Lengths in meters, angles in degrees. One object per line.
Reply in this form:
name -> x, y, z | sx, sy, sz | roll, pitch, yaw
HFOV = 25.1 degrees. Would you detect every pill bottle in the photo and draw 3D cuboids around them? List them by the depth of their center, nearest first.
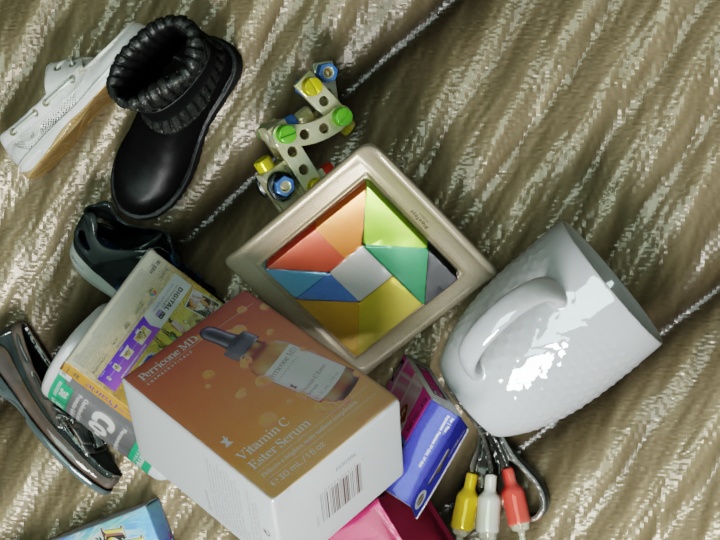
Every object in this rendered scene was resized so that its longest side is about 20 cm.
pill bottle -> -0.203, 0.133, 1.587 | 0.200, 0.113, 0.113 | 36, 99, 4

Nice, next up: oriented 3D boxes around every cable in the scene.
cable -> 0.129, 0.173, 1.559 | 0.096, 0.050, 0.201 | -5, 92, 7

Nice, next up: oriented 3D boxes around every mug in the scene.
mug -> 0.156, 0.060, 1.473 | 0.175, 0.200, 0.148 | -40, 66, 11

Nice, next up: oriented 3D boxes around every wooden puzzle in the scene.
wooden puzzle -> 0.000, 0.000, 1.529 | 0.200, 0.037, 0.185 | -37, 113, 23

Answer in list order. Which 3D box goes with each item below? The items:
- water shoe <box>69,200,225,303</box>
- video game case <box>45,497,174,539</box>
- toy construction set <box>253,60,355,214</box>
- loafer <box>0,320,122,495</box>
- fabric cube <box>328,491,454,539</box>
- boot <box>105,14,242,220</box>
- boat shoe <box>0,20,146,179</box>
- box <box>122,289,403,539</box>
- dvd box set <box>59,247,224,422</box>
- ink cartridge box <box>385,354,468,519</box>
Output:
water shoe -> -0.200, 0.006, 1.592 | 0.199, 0.072, 0.079 | 29, 130, 9
video game case -> -0.256, 0.358, 1.648 | 0.180, 0.045, 0.201 | -22, 88, 10
toy construction set -> -0.026, -0.091, 1.563 | 0.131, 0.092, 0.200 | -37, 93, -14
loafer -> -0.307, 0.137, 1.635 | 0.063, 0.072, 0.200 | -45, 82, 4
fabric cube -> 0.000, 0.329, 1.516 | 0.199, 0.200, 0.197 | -31, 86, 10
boot -> -0.199, -0.145, 1.552 | 0.079, 0.158, 0.212 | 28, 98, 9
boat shoe -> -0.287, -0.182, 1.612 | 0.069, 0.071, 0.200 | 45, 101, 4
box -> -0.085, 0.137, 1.416 | 0.200, 0.107, 0.152 | 33, 56, 32
dvd box set -> -0.162, 0.094, 1.530 | 0.200, 0.029, 0.147 | 36, 62, -6
ink cartridge box -> 0.047, 0.150, 1.500 | 0.037, 0.200, 0.095 | 28, 97, -15
